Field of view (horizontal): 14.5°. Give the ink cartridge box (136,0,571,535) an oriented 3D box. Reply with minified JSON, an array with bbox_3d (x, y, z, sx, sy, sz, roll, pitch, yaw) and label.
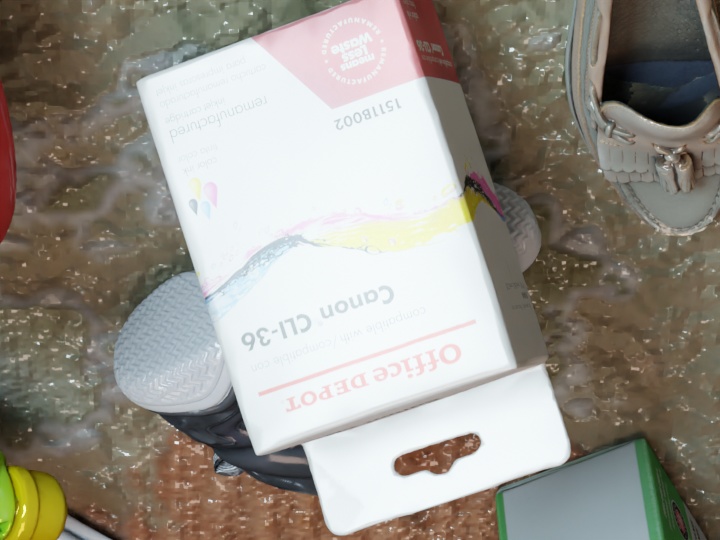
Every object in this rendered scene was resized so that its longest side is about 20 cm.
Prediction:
[{"bbox_3d":[0.000,0.000,1.138,0.116,0.067,0.200,-20,86,14],"label":"ink cartridge box"}]

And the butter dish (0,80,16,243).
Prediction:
[{"bbox_3d":[-0.203,-0.073,1.104,0.200,0.148,0.200,27,140,32],"label":"butter dish"}]

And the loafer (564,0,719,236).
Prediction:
[{"bbox_3d":[0.118,-0.084,1.148,0.072,0.063,0.200,-9,130,5],"label":"loafer"}]

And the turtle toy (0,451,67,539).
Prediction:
[{"bbox_3d":[-0.237,0.113,1.280,0.146,0.101,0.200,9,137,-41],"label":"turtle toy"}]

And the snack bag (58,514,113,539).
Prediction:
[{"bbox_3d":[-0.174,0.196,1.409,0.188,0.021,0.200,31,123,-25],"label":"snack bag"}]

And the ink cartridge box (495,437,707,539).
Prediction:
[{"bbox_3d":[0.146,0.202,1.344,0.084,0.146,0.200,-23,129,15],"label":"ink cartridge box"}]

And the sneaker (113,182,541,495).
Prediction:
[{"bbox_3d":[0.000,0.032,1.243,0.200,0.076,0.114,-21,134,17],"label":"sneaker"}]
